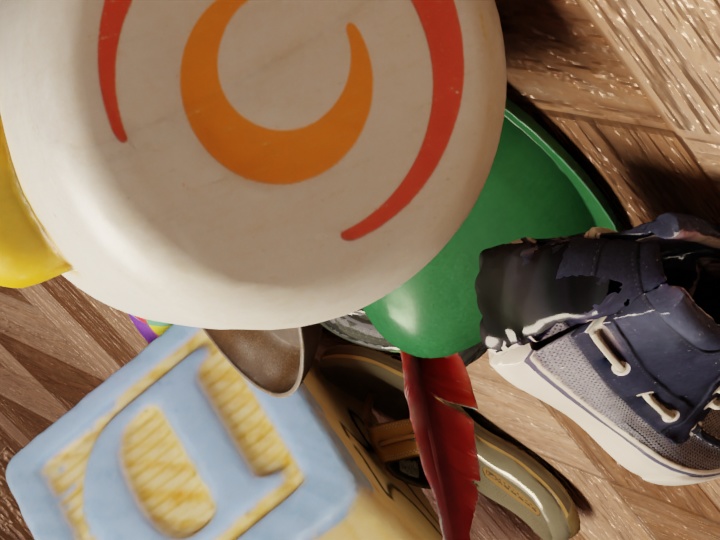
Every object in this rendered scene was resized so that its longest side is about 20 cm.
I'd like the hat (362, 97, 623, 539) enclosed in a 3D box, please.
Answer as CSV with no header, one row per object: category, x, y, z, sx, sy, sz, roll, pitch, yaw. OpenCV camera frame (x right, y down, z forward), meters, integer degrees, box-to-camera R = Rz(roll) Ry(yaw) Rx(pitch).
hat,0.007,0.019,1.006,0.199,0.176,0.166,33,164,27

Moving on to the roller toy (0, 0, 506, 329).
roller toy,-0.050,-0.067,0.882,0.181,0.201,0.140,24,171,-18

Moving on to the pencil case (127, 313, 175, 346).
pencil case,-0.122,-0.003,1.468,0.088,0.088,0.200,33,162,26

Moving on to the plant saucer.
plant saucer,-0.073,-0.027,1.261,0.200,0.032,0.201,50,155,33

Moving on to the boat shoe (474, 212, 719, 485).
boat shoe,0.135,0.035,0.946,0.092,0.075,0.200,-13,156,34

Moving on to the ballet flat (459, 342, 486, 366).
ballet flat,0.000,0.000,1.210,0.200,0.057,0.067,24,158,52

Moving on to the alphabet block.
alphabet block,-0.069,0.166,1.464,0.200,0.196,0.196,46,-171,-51

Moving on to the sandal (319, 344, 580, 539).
sandal,0.045,0.110,1.420,0.200,0.054,0.080,37,165,23

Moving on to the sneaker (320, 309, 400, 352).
sneaker,-0.032,-0.034,1.118,0.200,0.077,0.084,43,-176,3
